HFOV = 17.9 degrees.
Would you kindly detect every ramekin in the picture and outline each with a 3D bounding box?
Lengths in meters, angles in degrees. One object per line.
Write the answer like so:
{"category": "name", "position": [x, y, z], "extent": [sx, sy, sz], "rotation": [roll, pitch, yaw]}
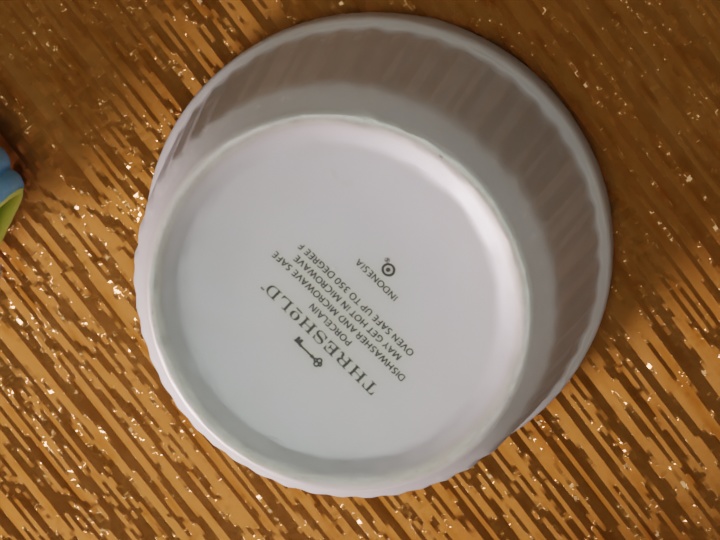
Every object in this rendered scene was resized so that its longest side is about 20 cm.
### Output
{"category": "ramekin", "position": [0.000, 0.000, 0.937], "extent": [0.201, 0.094, 0.203], "rotation": [3, 108, 10]}

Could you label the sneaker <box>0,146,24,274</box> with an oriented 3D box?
{"category": "sneaker", "position": [-0.233, -0.011, 0.992], "extent": [0.200, 0.080, 0.131], "rotation": [-33, 97, 20]}
